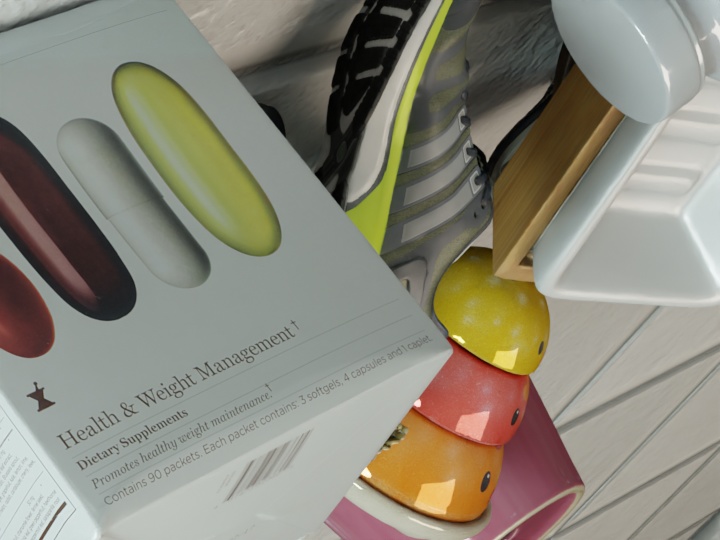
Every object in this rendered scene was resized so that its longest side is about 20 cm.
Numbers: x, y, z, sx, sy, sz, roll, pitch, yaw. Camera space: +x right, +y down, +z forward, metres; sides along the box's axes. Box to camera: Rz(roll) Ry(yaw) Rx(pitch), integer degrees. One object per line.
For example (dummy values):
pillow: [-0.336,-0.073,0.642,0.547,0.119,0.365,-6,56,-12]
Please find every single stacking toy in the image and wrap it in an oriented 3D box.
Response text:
stacking toy: [0.058,0.038,1.446,0.201,0.146,0.146,-55,160,19]

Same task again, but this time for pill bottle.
pill bottle: [0.187,-0.156,1.190,0.200,0.112,0.112,-37,165,-16]

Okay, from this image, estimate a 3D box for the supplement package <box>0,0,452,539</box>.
supplement package: [-0.113,0.026,1.008,0.191,0.200,0.147,-26,160,-42]

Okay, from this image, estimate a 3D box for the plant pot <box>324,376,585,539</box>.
plant pot: [0.038,0.107,1.628,0.199,0.179,0.200,-35,165,-11]

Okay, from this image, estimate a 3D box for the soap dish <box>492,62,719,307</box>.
soap dish: [0.170,-0.072,1.349,0.156,0.082,0.200,4,134,-36]

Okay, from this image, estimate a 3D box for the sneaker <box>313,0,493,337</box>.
sneaker: [0.027,-0.057,1.203,0.080,0.074,0.201,14,101,-24]

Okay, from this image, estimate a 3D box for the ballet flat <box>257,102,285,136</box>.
ballet flat: [-0.072,-0.002,1.274,0.073,0.073,0.200,-26,160,-39]

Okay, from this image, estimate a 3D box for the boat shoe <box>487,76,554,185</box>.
boat shoe: [0.140,-0.092,1.505,0.199,0.063,0.073,-34,123,-26]

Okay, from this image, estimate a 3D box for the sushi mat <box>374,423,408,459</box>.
sushi mat: [-0.062,0.086,1.403,0.095,0.012,0.200,-34,-153,-21]

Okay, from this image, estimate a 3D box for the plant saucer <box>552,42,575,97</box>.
plant saucer: [0.176,-0.118,1.447,0.199,0.032,0.201,-23,128,-32]

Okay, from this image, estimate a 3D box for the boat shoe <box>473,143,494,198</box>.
boat shoe: [0.000,0.000,1.385,0.201,0.075,0.060,-58,145,-26]
